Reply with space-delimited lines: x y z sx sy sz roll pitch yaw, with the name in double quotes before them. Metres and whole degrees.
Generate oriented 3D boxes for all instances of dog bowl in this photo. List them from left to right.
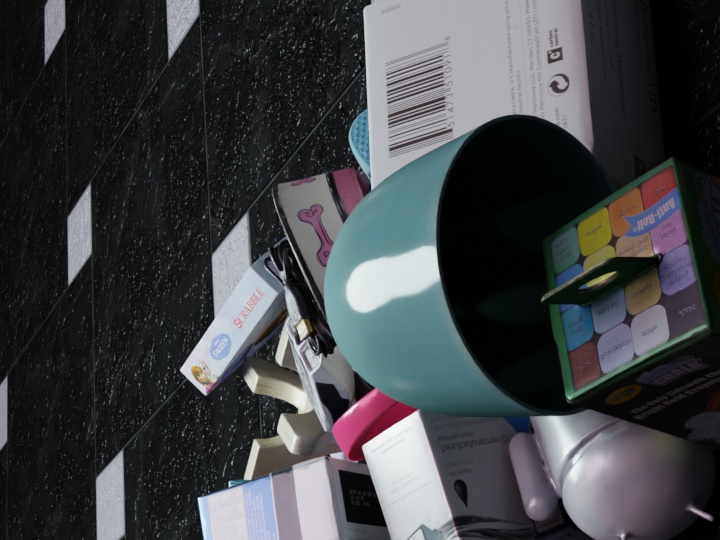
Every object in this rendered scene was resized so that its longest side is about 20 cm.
"dog bowl" 0.000 0.000 1.575 0.201 0.073 0.200 63 -175 -9

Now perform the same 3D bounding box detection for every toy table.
"toy table" -0.038 0.136 1.781 0.200 0.116 0.186 -157 76 -66

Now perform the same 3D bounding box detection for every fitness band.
"fitness band" 0.067 0.086 1.419 0.038 0.199 0.144 58 160 10

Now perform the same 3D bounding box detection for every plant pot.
"plant pot" 0.070 0.009 1.257 0.160 0.199 0.203 -15 69 47

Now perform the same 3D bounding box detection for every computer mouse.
"computer mouse" -0.036 0.068 1.598 0.201 0.044 0.110 77 166 -55

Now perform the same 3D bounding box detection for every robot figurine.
"robot figurine" 0.184 0.115 1.302 0.169 0.113 0.201 -34 44 14

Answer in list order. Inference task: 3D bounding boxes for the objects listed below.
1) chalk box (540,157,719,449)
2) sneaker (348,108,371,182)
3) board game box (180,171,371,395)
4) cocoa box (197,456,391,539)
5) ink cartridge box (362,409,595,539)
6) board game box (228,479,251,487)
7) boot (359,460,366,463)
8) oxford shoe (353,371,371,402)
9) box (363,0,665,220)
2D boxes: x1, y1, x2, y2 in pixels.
"chalk box" 0.201 0.019 1.164 0.124 0.199 0.125 -32 52 38
"sneaker" 0.066 -0.048 1.627 0.079 0.131 0.201 -28 53 8
"board game box" -0.076 0.013 1.836 0.041 0.199 0.200 43 139 6
"cocoa box" -0.018 0.237 1.461 0.130 0.199 0.135 -20 69 27
"ink cartridge box" 0.105 0.202 1.356 0.086 0.145 0.202 -40 63 47
"board game box" -0.019 0.266 1.607 0.047 0.198 0.153 19 -106 -78
"boot" -0.037 0.263 1.676 0.079 0.156 0.213 31 -119 -73
"oxford shoe" 0.030 0.122 1.635 0.072 0.071 0.201 -21 37 26
"box" 0.118 -0.123 1.407 0.199 0.130 0.201 -16 66 31
